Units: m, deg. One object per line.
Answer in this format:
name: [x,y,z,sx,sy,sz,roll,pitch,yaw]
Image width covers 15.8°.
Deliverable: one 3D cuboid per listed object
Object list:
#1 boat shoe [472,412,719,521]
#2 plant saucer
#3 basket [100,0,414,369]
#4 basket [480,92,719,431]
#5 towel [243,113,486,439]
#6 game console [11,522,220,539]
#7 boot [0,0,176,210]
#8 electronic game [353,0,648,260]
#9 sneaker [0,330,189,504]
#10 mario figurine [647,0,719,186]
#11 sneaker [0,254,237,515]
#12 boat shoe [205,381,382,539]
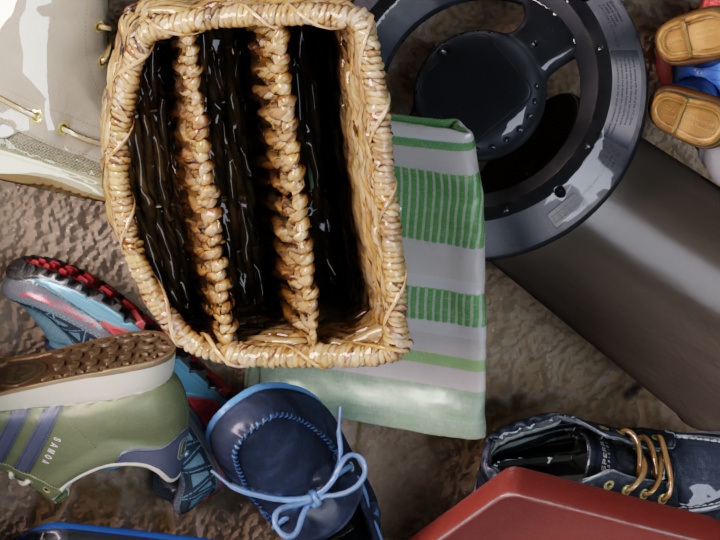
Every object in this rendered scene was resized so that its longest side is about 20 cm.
boat shoe: [0.171,0.129,1.630,0.200,0.091,0.071,-6,66,-1]
plant saucer: [0.116,0.185,1.628,0.199,0.200,0.037,16,55,-27]
basket: [-0.064,-0.050,1.395,0.143,0.149,0.200,-9,106,-12]
basket: [0.174,-0.009,1.607,0.200,0.180,0.136,35,77,-19]
towel: [0.000,0.000,1.519,0.152,0.023,0.200,7,115,18]
game console: [-0.123,0.228,1.536,0.200,0.171,0.118,9,72,-22]
boot: [-0.148,-0.121,1.468,0.200,0.072,0.155,10,102,-23]
electronic game: [0.071,-0.103,1.533,0.200,0.200,0.042,-57,160,-4]
sneaker: [-0.191,0.096,1.466,0.200,0.067,0.090,-9,113,10]
mario figurine: [0.236,-0.127,1.590,0.106,0.200,0.123,42,108,5]
sneaker: [-0.143,0.073,1.516,0.200,0.079,0.096,42,85,-27]
boat shoe: [-0.023,0.127,1.540,0.084,0.069,0.200,-39,147,6]
